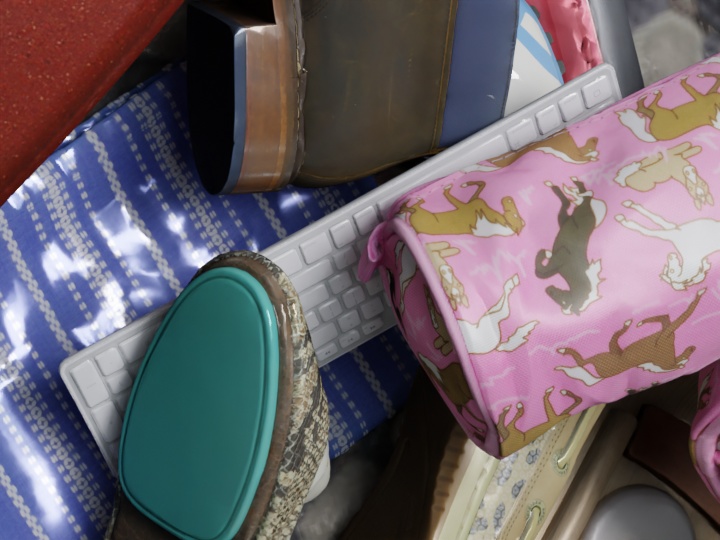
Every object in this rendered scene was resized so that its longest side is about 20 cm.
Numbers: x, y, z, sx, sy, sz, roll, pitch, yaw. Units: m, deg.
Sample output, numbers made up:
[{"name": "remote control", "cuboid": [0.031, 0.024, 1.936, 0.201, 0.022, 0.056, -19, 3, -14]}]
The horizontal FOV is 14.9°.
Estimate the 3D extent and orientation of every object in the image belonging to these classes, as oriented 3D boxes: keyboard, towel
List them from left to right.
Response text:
[{"name": "towel", "cuboid": [-0.068, 0.020, 0.908, 0.200, 0.024, 0.145, -36, 101, -24]}, {"name": "keyboard", "cuboid": [0.000, 0.000, 0.880, 0.199, 0.011, 0.056, -29, 140, -7]}]

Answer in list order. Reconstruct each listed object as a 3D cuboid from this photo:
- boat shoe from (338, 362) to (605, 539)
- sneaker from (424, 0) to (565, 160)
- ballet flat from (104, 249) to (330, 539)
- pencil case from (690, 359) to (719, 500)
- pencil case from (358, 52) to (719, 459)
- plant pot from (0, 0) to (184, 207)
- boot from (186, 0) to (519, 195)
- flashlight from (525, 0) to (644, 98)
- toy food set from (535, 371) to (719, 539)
[{"name": "boat shoe", "cuboid": [0.038, 0.086, 0.918, 0.062, 0.073, 0.201, 27, 83, -22]}, {"name": "sneaker", "cuboid": [-0.005, -0.102, 0.916, 0.200, 0.072, 0.072, 52, 32, -4]}, {"name": "ballet flat", "cuboid": [-0.047, 0.087, 0.867, 0.075, 0.068, 0.201, 2, 111, -51]}, {"name": "pencil case", "cuboid": [0.170, 0.002, 0.944, 0.086, 0.083, 0.201, 36, 43, -17]}, {"name": "pencil case", "cuboid": [0.101, -0.019, 0.857, 0.199, 0.087, 0.083, -27, 130, -8]}, {"name": "plant pot", "cuboid": [-0.164, -0.099, 0.793, 0.199, 0.200, 0.177, 30, 85, -19]}, {"name": "boot", "cuboid": [0.003, -0.122, 0.853, 0.096, 0.075, 0.201, -1, 112, -21]}, {"name": "flashlight", "cuboid": [0.059, -0.098, 0.961, 0.068, 0.067, 0.201, -22, 99, -63]}, {"name": "toy food set", "cuboid": [0.121, 0.135, 0.964, 0.143, 0.060, 0.201, 36, 70, -18]}]
